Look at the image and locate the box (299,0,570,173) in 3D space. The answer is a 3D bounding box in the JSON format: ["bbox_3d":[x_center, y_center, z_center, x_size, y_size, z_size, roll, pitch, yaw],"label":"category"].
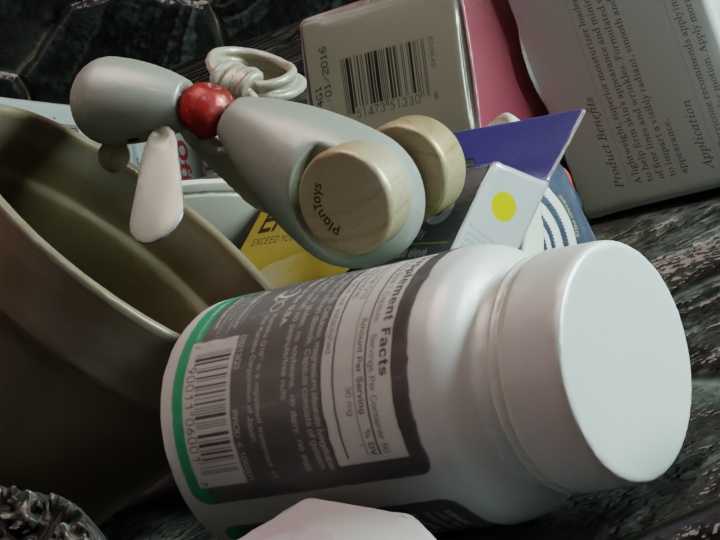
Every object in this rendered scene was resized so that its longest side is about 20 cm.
[{"bbox_3d":[0.076,-0.112,1.389,0.128,0.109,0.200,-11,-6,38],"label":"box"}]

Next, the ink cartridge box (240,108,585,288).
[{"bbox_3d":[0.000,0.000,1.116,0.198,0.047,0.200,-6,53,55],"label":"ink cartridge box"}]

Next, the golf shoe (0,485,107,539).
[{"bbox_3d":[-0.141,0.132,0.927,0.200,0.095,0.078,30,75,42],"label":"golf shoe"}]

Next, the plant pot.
[{"bbox_3d":[-0.155,0.047,1.054,0.174,0.200,0.200,-52,5,15],"label":"plant pot"}]

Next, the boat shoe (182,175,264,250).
[{"bbox_3d":[-0.141,-0.013,1.228,0.200,0.074,0.060,-21,29,2],"label":"boat shoe"}]

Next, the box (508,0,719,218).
[{"bbox_3d":[0.196,-0.165,1.343,0.131,0.199,0.200,-12,15,36],"label":"box"}]

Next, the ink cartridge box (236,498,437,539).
[{"bbox_3d":[-0.026,0.140,0.759,0.162,0.057,0.200,-28,9,-28],"label":"ink cartridge box"}]

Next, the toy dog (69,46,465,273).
[{"bbox_3d":[-0.045,-0.036,1.048,0.132,0.096,0.200,-7,23,-41],"label":"toy dog"}]

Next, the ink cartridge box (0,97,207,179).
[{"bbox_3d":[-0.179,-0.022,1.368,0.083,0.147,0.200,-14,-9,31],"label":"ink cartridge box"}]

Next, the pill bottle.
[{"bbox_3d":[0.025,0.051,0.900,0.200,0.113,0.113,-12,16,38],"label":"pill bottle"}]

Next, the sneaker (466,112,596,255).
[{"bbox_3d":[0.086,0.005,1.121,0.075,0.084,0.200,-33,29,32],"label":"sneaker"}]
